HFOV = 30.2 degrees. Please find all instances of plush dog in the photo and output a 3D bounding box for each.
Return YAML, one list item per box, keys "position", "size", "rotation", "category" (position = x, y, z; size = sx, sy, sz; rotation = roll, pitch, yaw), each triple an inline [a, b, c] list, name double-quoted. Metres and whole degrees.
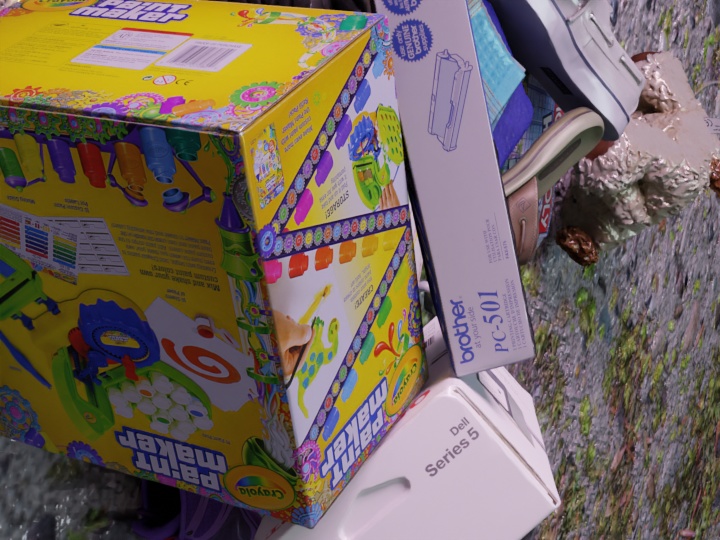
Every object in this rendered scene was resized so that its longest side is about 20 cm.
- position: [0.264, -0.088, 1.298]
  size: [0.160, 0.172, 0.201]
  rotation: [39, 49, -9]
  category: "plush dog"

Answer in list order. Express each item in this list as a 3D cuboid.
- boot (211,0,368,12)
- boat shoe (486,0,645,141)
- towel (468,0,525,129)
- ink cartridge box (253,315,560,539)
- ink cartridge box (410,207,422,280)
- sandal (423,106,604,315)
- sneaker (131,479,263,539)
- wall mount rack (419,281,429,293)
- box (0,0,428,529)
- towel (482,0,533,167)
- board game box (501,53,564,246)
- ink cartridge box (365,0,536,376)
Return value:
- position: [-0.005, -0.106, 0.727]
  size: [0.157, 0.078, 0.215]
  rotation: [-19, 109, -58]
  category: "boot"
- position: [0.164, -0.192, 1.022]
  size: [0.202, 0.074, 0.087]
  rotation: [41, 77, -35]
  category: "boat shoe"
- position: [0.038, -0.157, 0.882]
  size: [0.201, 0.021, 0.148]
  rotation: [55, 51, -33]
  category: "towel"
- position: [0.024, 0.114, 0.736]
  size: [0.145, 0.084, 0.200]
  rotation: [-43, -176, 9]
  category: "ink cartridge box"
- position: [0.000, 0.000, 0.857]
  size: [0.201, 0.066, 0.119]
  rotation: [82, 18, -61]
  category: "ink cartridge box"
- position: [0.122, -0.040, 1.024]
  size: [0.201, 0.057, 0.080]
  rotation: [-45, 165, 0]
  category: "sandal"
- position: [-0.097, 0.150, 0.810]
  size: [0.083, 0.080, 0.202]
  rotation: [-40, 125, -31]
  category: "sneaker"
- position: [0.016, 0.099, 0.985]
  size: [0.202, 0.074, 0.174]
  rotation: [-63, -175, -30]
  category: "wall mount rack"
- position: [-0.089, -0.013, 0.619]
  size: [0.122, 0.197, 0.195]
  rotation: [-45, 137, -46]
  category: "box"
- position: [0.046, -0.150, 0.945]
  size: [0.148, 0.049, 0.201]
  rotation: [-53, 126, -35]
  category: "towel"
- position: [0.140, -0.105, 1.155]
  size: [0.199, 0.061, 0.203]
  rotation: [-11, 109, -59]
  category: "board game box"
- position: [0.040, -0.061, 0.647]
  size: [0.094, 0.044, 0.203]
  rotation: [-101, 177, -69]
  category: "ink cartridge box"
